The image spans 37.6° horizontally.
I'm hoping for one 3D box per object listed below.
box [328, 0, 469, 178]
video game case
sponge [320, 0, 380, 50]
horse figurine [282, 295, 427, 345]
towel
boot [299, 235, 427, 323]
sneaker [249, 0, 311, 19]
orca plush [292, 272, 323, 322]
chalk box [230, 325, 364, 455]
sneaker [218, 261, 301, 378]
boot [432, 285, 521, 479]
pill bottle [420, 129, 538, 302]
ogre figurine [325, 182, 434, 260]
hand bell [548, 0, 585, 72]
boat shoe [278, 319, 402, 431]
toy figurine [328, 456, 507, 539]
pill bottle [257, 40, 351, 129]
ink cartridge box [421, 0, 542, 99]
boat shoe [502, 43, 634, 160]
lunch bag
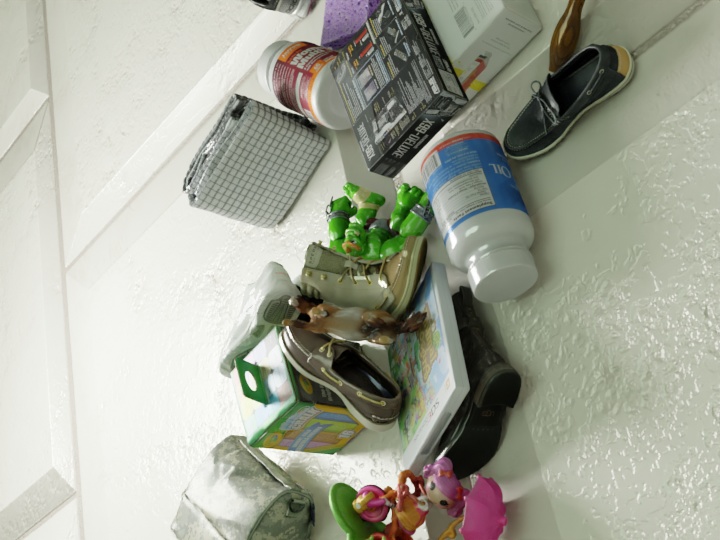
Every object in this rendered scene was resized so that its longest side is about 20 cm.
[{"bbox_3d":[0.045,-0.250,1.406,0.158,0.049,0.202,-45,51,33],"label":"box"},{"bbox_3d":[0.081,0.123,1.330,0.201,0.022,0.183,-97,22,-43],"label":"video game case"},{"bbox_3d":[-0.010,-0.460,1.676,0.111,0.030,0.203,-6,75,49],"label":"sponge"},{"bbox_3d":[-0.010,0.066,1.352,0.197,0.132,0.051,7,88,13],"label":"horse figurine"},{"bbox_3d":[-0.170,-0.176,1.681,0.201,0.164,0.086,-55,38,23],"label":"towel"},{"bbox_3d":[0.000,0.000,1.388,0.201,0.153,0.073,111,-177,-57],"label":"boot"},{"bbox_3d":[-0.161,-0.490,1.819,0.200,0.087,0.074,41,111,47],"label":"sneaker"},{"bbox_3d":[-0.102,0.073,1.578,0.200,0.105,0.071,-41,73,-8],"label":"orca plush"},{"bbox_3d":[-0.094,0.167,1.462,0.124,0.198,0.125,-44,48,33],"label":"chalk box"},{"bbox_3d":[-0.146,0.071,1.518,0.201,0.077,0.100,-54,32,29],"label":"sneaker"},{"bbox_3d":[0.121,0.143,1.332,0.201,0.069,0.175,-63,32,22],"label":"boot"},{"bbox_3d":[0.151,-0.066,1.311,0.112,0.111,0.202,-40,52,35],"label":"pill bottle"},{"bbox_3d":[0.024,-0.055,1.475,0.198,0.098,0.121,7,69,23],"label":"ogre figurine"},{"bbox_3d":[0.268,-0.340,1.291,0.104,0.103,0.202,41,123,47],"label":"hand bell"},{"bbox_3d":[-0.025,0.124,1.377,0.200,0.072,0.060,41,136,22],"label":"boat shoe"},{"bbox_3d":[0.084,0.296,1.268,0.184,0.150,0.201,-39,74,20],"label":"toy figurine"},{"bbox_3d":[-0.075,-0.295,1.644,0.199,0.109,0.111,32,104,49],"label":"pill bottle"},{"bbox_3d":[0.129,-0.320,1.430,0.200,0.083,0.146,-43,51,33],"label":"ink cartridge box"},{"bbox_3d":[0.240,-0.207,1.285,0.200,0.062,0.075,-38,55,39],"label":"boat shoe"},{"bbox_3d":[-0.162,0.351,1.537,0.199,0.138,0.170,32,104,48],"label":"lunch bag"}]
